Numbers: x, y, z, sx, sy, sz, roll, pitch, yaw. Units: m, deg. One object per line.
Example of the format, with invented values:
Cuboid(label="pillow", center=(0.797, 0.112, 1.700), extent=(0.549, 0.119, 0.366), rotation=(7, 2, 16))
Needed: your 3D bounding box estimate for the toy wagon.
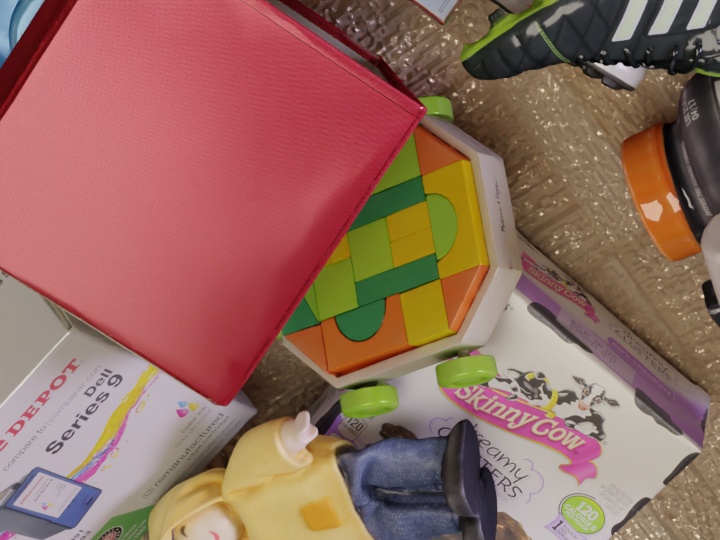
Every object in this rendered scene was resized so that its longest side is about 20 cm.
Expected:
Cuboid(label="toy wagon", center=(0.000, 0.000, 1.239), extent=(0.199, 0.039, 0.156), rotation=(-20, 72, 37))

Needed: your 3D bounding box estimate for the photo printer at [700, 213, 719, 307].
Cuboid(label="photo printer", center=(0.273, 0.047, 1.119), extent=(0.165, 0.070, 0.201), rotation=(-14, 117, 16))

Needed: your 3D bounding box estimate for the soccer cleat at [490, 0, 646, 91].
Cuboid(label="soccer cleat", center=(0.077, -0.174, 1.186), extent=(0.199, 0.068, 0.073), rotation=(33, 95, -1))

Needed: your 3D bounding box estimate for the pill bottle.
Cuboid(label="pill bottle", center=(0.236, -0.073, 1.164), extent=(0.199, 0.106, 0.107), rotation=(-23, 107, 21))

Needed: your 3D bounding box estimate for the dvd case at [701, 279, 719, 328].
Cuboid(label="dvd case", center=(0.298, 0.013, 1.188), extent=(0.199, 0.025, 0.150), rotation=(-22, 143, 20))

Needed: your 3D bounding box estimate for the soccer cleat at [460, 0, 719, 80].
Cuboid(label="soccer cleat", center=(0.148, -0.125, 1.123), extent=(0.199, 0.068, 0.081), rotation=(-22, 96, 5))

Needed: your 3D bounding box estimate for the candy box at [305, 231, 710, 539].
Cuboid(label="candy box", center=(0.071, 0.097, 1.294), extent=(0.168, 0.072, 0.200), rotation=(40, 116, -5))

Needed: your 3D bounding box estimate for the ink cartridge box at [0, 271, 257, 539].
Cuboid(label="ink cartridge box", center=(-0.172, 0.080, 1.249), extent=(0.145, 0.200, 0.088), rotation=(-47, 58, 6))

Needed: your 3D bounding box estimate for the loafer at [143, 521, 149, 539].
Cuboid(label="loafer", center=(-0.039, 0.187, 1.362), extent=(0.199, 0.076, 0.068), rotation=(24, 159, -10))

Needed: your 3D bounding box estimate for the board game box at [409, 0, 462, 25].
Cuboid(label="board game box", center=(0.059, -0.235, 1.140), extent=(0.103, 0.019, 0.200), rotation=(36, 93, -5))

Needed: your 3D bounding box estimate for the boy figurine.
Cuboid(label="boy figurine", center=(-0.028, 0.126, 1.250), extent=(0.199, 0.065, 0.125), rotation=(-8, 131, 14))

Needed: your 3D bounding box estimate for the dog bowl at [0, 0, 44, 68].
Cuboid(label="dog bowl", center=(-0.132, -0.095, 1.256), extent=(0.111, 0.050, 0.200), rotation=(-35, 102, 5))

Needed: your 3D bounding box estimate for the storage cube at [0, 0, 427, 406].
Cuboid(label="storage cube", center=(-0.097, -0.070, 1.148), extent=(0.199, 0.171, 0.180), rotation=(32, 98, -14))
